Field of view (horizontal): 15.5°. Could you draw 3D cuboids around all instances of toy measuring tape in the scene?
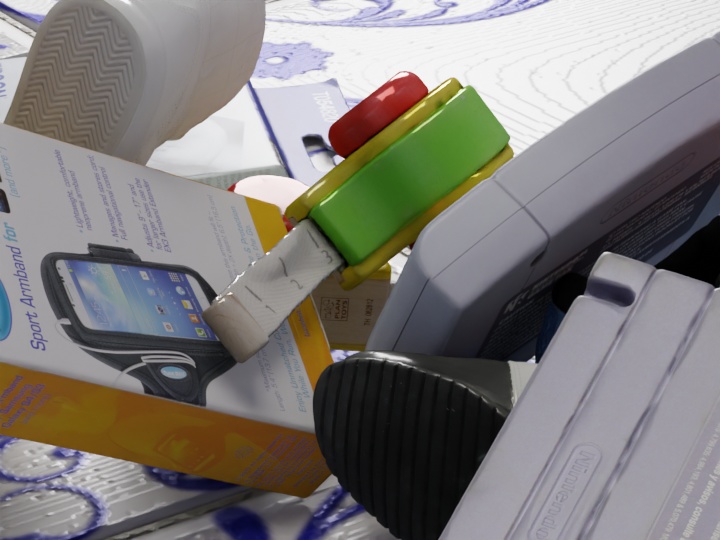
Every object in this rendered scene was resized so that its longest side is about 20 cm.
[{"bbox_3d":[0.009,-0.027,0.983,0.073,0.074,0.200,7,23,21],"label":"toy measuring tape"},{"bbox_3d":[0.000,0.000,1.081,0.200,0.074,0.074,4,23,-6],"label":"toy measuring tape"}]

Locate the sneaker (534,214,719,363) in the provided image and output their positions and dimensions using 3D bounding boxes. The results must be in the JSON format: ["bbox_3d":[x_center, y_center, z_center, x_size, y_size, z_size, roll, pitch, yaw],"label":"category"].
[{"bbox_3d":[0.157,0.022,0.974,0.200,0.090,0.078,-10,25,-17],"label":"sneaker"}]

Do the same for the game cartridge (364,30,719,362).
[{"bbox_3d":[0.083,-0.018,0.993,0.200,0.133,0.042,-33,67,-32],"label":"game cartridge"}]

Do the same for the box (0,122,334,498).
[{"bbox_3d":[-0.100,0.008,0.935,0.200,0.041,0.119,15,41,-37],"label":"box"}]

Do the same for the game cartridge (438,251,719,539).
[{"bbox_3d":[0.094,0.088,0.809,0.129,0.038,0.200,21,53,17],"label":"game cartridge"}]

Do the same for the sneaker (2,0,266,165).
[{"bbox_3d":[-0.103,-0.044,1.061,0.074,0.200,0.116,43,36,8],"label":"sneaker"}]

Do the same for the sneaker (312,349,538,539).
[{"bbox_3d":[0.083,0.065,0.915,0.200,0.074,0.089,17,30,18],"label":"sneaker"}]

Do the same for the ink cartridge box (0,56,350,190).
[{"bbox_3d":[-0.093,-0.062,1.255,0.200,0.041,0.200,-7,24,-9],"label":"ink cartridge box"}]
